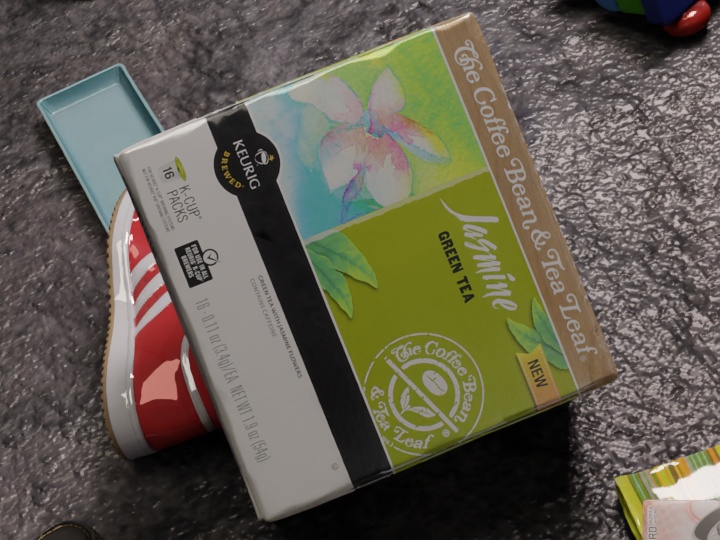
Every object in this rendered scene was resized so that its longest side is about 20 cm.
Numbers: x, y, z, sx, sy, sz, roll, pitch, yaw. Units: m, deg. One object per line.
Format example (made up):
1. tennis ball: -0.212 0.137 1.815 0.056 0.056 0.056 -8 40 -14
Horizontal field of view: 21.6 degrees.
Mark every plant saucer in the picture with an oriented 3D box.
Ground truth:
1. plant saucer: -0.164 -0.077 1.299 0.070 0.019 0.200 -26 41 -9

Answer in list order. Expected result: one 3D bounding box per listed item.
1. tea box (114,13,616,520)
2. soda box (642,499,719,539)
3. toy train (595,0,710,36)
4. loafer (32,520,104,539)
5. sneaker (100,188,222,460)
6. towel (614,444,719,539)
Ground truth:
1. tea box: 0.000 0.000 0.989 0.196 0.201 0.134 -23 -1 -5
2. soda box: 0.153 0.198 0.788 0.068 0.064 0.201 -2 77 17
3. toy train: 0.229 -0.248 1.307 0.200 0.085 0.116 -42 33 -25
4. loafer: -0.192 0.201 0.969 0.073 0.072 0.200 7 46 27
5. sneaker: -0.093 0.018 1.132 0.112 0.071 0.200 -14 49 11
6. towel: 0.235 0.104 0.965 0.199 0.018 0.086 -20 42 -2
